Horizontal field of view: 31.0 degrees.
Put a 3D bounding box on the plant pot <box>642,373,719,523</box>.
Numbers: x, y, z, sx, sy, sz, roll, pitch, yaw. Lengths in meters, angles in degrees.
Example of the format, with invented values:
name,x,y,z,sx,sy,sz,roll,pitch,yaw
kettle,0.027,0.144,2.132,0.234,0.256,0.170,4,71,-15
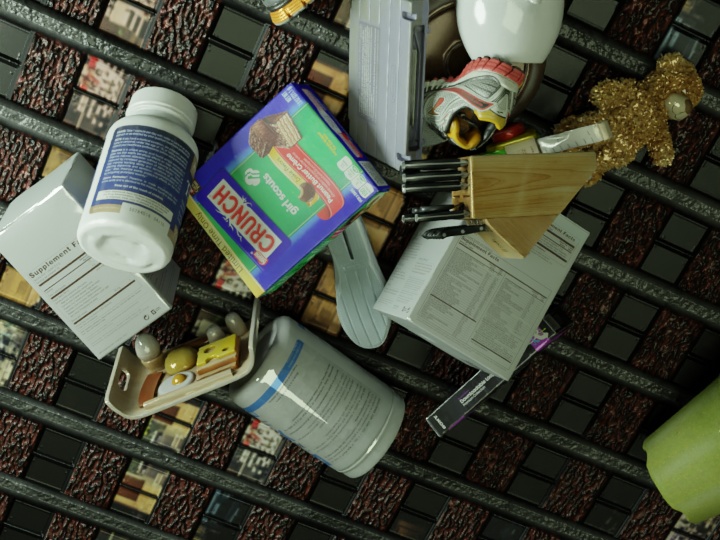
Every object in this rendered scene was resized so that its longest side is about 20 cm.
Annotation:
name,x,y,z,sx,sy,sz,roll,pitch,yaw
plant pot,0.482,0.233,1.706,0.200,0.201,0.184,42,117,-18

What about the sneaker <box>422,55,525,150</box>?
name,x,y,z,sx,sy,sz,roll,pitch,yaw
sneaker,0.106,-0.176,1.479,0.077,0.200,0.083,23,70,-20

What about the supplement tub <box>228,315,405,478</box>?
name,x,y,z,sx,sy,sz,roll,pitch,yaw
supplement tub,-0.057,0.163,1.671,0.200,0.132,0.132,36,108,-16

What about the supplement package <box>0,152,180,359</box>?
name,x,y,z,sx,sy,sz,roll,pitch,yaw
supplement package,-0.332,-0.019,1.584,0.119,0.121,0.200,-34,111,13

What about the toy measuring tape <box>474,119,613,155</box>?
name,x,y,z,sx,sy,sz,roll,pitch,yaw
toy measuring tape,0.218,-0.151,1.555,0.199,0.074,0.074,-14,117,36

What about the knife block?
name,x,y,z,sx,sy,sz,roll,pitch,yaw
knife block,0.140,-0.105,1.442,0.175,0.064,0.200,43,80,-14

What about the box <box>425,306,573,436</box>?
name,x,y,z,sx,sy,sz,roll,pitch,yaw
box,0.179,0.127,1.661,0.200,0.143,0.036,-45,80,15

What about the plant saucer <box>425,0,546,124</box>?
name,x,y,z,sx,sy,sz,roll,pitch,yaw
plant saucer,0.126,-0.250,1.550,0.198,0.032,0.202,-1,113,-2

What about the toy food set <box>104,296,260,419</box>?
name,x,y,z,sx,sy,sz,roll,pitch,yaw
toy food set,-0.218,0.101,1.630,0.199,0.144,0.061,-22,114,8

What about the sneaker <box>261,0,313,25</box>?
name,x,y,z,sx,sy,sz,roll,pitch,yaw
sneaker,-0.042,-0.366,1.468,0.200,0.078,0.077,-38,101,13

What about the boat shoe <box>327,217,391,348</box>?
name,x,y,z,sx,sy,sz,roll,pitch,yaw
boat shoe,0.000,0.000,1.637,0.071,0.062,0.201,-6,114,11

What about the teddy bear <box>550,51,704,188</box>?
name,x,y,z,sx,sy,sz,roll,pitch,yaw
teddy bear,0.326,-0.176,1.570,0.199,0.067,0.146,-17,116,6

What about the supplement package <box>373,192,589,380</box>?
name,x,y,z,sx,sy,sz,roll,pitch,yaw
supplement package,0.142,0.001,1.561,0.150,0.152,0.201,31,86,-15

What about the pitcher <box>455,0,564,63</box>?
name,x,y,z,sx,sy,sz,roll,pitch,yaw
pitcher,0.173,-0.328,1.419,0.120,0.172,0.202,-2,101,-15

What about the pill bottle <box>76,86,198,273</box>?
name,x,y,z,sx,sy,sz,roll,pitch,yaw
pill bottle,-0.250,-0.108,1.501,0.110,0.201,0.111,8,151,5

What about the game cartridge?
name,x,y,z,sx,sy,sz,roll,pitch,yaw
game cartridge,0.031,-0.227,1.506,0.038,0.130,0.201,-11,117,-26

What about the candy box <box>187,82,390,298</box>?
name,x,y,z,sx,sy,sz,roll,pitch,yaw
candy box,-0.094,-0.096,1.552,0.200,0.077,0.169,-41,83,15
